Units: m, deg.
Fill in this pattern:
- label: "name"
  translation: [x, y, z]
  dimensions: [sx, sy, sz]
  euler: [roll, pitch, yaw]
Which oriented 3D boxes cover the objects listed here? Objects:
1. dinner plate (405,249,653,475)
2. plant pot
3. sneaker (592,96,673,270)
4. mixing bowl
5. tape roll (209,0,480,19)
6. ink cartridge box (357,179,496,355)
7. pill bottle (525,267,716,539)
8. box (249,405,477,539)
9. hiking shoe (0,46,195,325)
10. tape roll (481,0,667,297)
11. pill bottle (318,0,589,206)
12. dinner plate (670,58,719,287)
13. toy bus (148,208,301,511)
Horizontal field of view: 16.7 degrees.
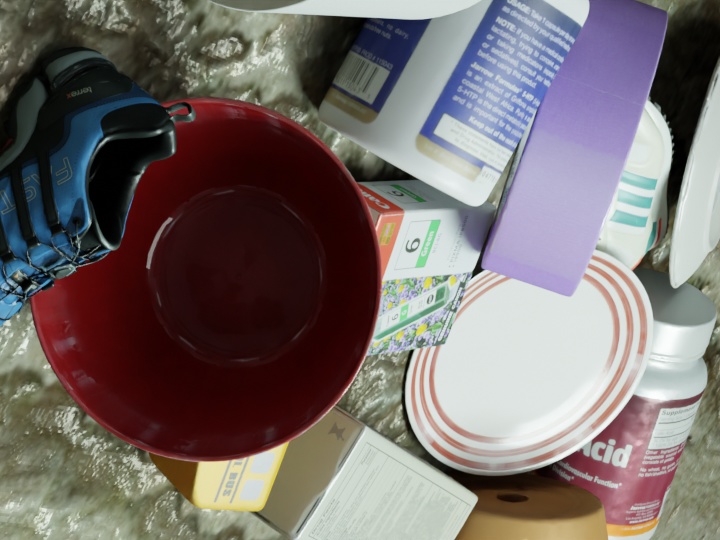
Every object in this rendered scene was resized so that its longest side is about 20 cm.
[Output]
- label: "dinner plate"
  translation: [0.122, 0.064, 1.801]
  dimensions: [0.200, 0.024, 0.200]
  euler: [-12, 124, -19]
- label: "plant pot"
  translation: [0.106, 0.234, 1.836]
  dimensions: [0.200, 0.200, 0.140]
  euler: [-8, 106, -51]
- label: "sneaker"
  translation: [0.175, -0.055, 1.779]
  dimensions: [0.093, 0.070, 0.200]
  euler: [-50, 151, -25]
- label: "mixing bowl"
  translation: [-0.080, 0.004, 1.394]
  dimensions: [0.200, 0.200, 0.108]
  euler: [-62, 174, 5]
- label: "tape roll"
  translation: [-0.009, -0.230, 1.252]
  dimensions: [0.139, 0.203, 0.203]
  euler: [-4, 119, -53]
- label: "ink cartridge box"
  translation: [0.000, 0.000, 1.601]
  dimensions: [0.200, 0.050, 0.109]
  euler: [-6, 121, -53]
- label: "pill bottle"
  translation: [0.205, 0.107, 1.918]
  dimensions: [0.114, 0.114, 0.200]
  euler: [-15, 128, -48]
- label: "box"
  translation: [-0.006, 0.154, 1.697]
  dimensions: [0.095, 0.078, 0.200]
  euler: [-56, 148, -4]
- label: "hiking shoe"
  translation: [-0.175, -0.022, 1.304]
  dimensions: [0.200, 0.087, 0.074]
  euler: [-60, 148, 2]
- label: "tape roll"
  translation: [0.141, -0.086, 1.620]
  dimensions: [0.200, 0.066, 0.200]
  euler: [19, 90, -89]
- label: "pill bottle"
  translation: [0.071, -0.153, 1.505]
  dimensions: [0.200, 0.120, 0.120]
  euler: [-61, 148, 4]
- label: "dinner plate"
  translation: [0.271, -0.082, 1.856]
  dimensions: [0.200, 0.024, 0.201]
  euler: [15, 90, -74]
- label: "toy bus"
  translation: [-0.069, 0.047, 1.513]
  dimensions: [0.078, 0.065, 0.200]
  euler: [8, 111, -37]
